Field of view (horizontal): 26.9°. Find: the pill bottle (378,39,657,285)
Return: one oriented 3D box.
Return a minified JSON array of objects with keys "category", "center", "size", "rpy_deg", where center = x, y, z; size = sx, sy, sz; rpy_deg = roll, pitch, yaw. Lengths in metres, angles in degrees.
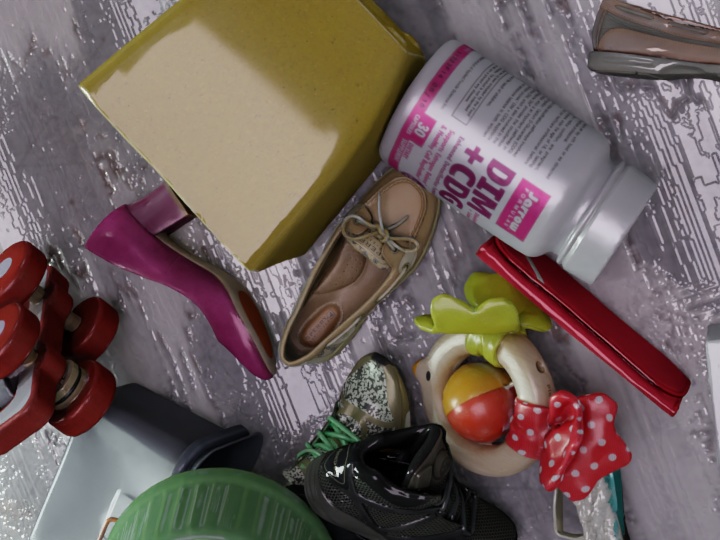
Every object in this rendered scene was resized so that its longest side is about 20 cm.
[{"category":"pill bottle","center":[0.124,-0.083,1.182],"size":[0.199,0.113,0.114],"rpy_deg":[34,106,7]}]

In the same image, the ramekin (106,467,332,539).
[{"category":"ramekin","center":[-0.116,0.267,1.190],"size":[0.199,0.098,0.201],"rpy_deg":[0,107,2]}]

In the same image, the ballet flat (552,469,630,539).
[{"category":"ballet flat","center":[0.196,0.225,1.243],"size":[0.071,0.072,0.201],"rpy_deg":[-10,88,16]}]

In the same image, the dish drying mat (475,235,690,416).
[{"category":"dish drying mat","center":[0.182,0.036,1.207],"size":[0.200,0.077,0.018],"rpy_deg":[40,115,6]}]

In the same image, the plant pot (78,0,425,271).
[{"category":"plant pot","center":[-0.062,-0.144,1.189],"size":[0.200,0.194,0.196],"rpy_deg":[-45,87,11]}]

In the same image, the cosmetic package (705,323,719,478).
[{"category":"cosmetic package","center":[0.333,0.141,1.187],"size":[0.101,0.071,0.201],"rpy_deg":[-5,98,15]}]

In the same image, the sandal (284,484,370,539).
[{"category":"sandal","center":[0.004,0.244,1.260],"size":[0.200,0.048,0.076],"rpy_deg":[26,107,-25]}]

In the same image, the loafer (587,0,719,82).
[{"category":"loafer","center":[0.275,-0.175,1.153],"size":[0.199,0.072,0.063],"rpy_deg":[6,94,17]}]

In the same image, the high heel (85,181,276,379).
[{"category":"high heel","center":[-0.153,0.026,1.299],"size":[0.096,0.067,0.201],"rpy_deg":[-35,75,8]}]

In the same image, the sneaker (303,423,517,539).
[{"category":"sneaker","center":[0.064,0.187,1.218],"size":[0.199,0.077,0.114],"rpy_deg":[29,142,-23]}]

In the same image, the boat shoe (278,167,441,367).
[{"category":"boat shoe","center":[0.000,0.000,1.256],"size":[0.073,0.063,0.201],"rpy_deg":[33,106,8]}]

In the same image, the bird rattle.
[{"category":"bird rattle","center":[0.121,0.101,1.224],"size":[0.163,0.112,0.201],"rpy_deg":[-38,82,44]}]

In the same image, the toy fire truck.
[{"category":"toy fire truck","center":[-0.305,0.086,1.291],"size":[0.168,0.201,0.112],"rpy_deg":[-35,124,21]}]

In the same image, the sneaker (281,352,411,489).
[{"category":"sneaker","center":[-0.024,0.163,1.267],"size":[0.077,0.088,0.201],"rpy_deg":[31,106,31]}]

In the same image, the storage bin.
[{"category":"storage bin","center":[-0.201,0.203,1.313],"size":[0.134,0.145,0.201],"rpy_deg":[29,106,19]}]
